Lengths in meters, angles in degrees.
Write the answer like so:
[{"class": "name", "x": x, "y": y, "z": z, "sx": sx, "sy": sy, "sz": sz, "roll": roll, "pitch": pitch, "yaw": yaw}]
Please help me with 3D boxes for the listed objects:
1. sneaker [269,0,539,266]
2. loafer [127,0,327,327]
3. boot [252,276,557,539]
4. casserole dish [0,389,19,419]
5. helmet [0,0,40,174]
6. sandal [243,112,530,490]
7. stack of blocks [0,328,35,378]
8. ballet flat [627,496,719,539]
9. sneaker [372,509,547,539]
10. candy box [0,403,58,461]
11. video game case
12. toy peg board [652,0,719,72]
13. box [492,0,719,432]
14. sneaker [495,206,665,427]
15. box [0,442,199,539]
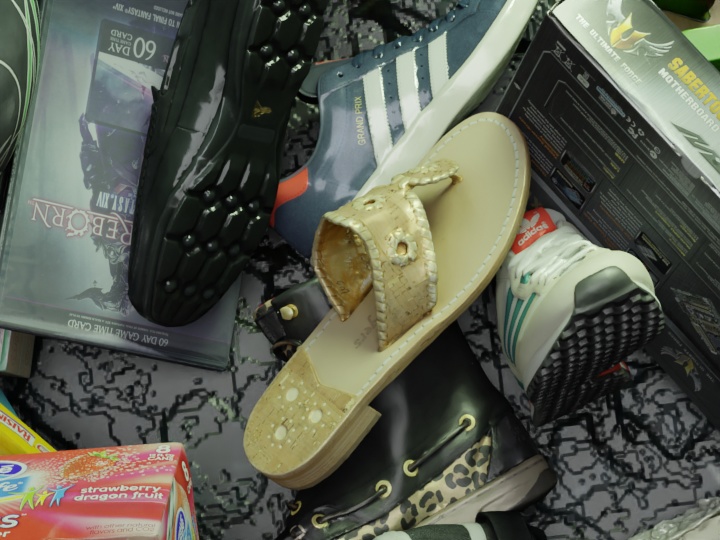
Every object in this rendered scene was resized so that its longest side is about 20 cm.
[{"class": "sneaker", "x": 0.016, "y": -0.098, "z": 1.171, "sx": 0.084, "sy": 0.075, "sz": 0.200, "roll": 38, "pitch": 87, "yaw": 4}, {"class": "loafer", "x": -0.074, "y": -0.071, "z": 1.141, "sx": 0.070, "sy": 0.068, "sz": 0.202, "roll": 28, "pitch": 102, "yaw": 46}, {"class": "boot", "x": -0.017, "y": 0.086, "z": 1.153, "sx": 0.199, "sy": 0.073, "sz": 0.152, "roll": -24, "pitch": 82, "yaw": -1}, {"class": "casserole dish", "x": -0.238, "y": 0.086, "z": 1.146, "sx": 0.120, "sy": 0.039, "sz": 0.201, "roll": -26, "pitch": 106, "yaw": 12}, {"class": "helmet", "x": -0.245, "y": -0.100, "z": 1.072, "sx": 0.189, "sy": 0.200, "sz": 0.202, "roll": 1, "pitch": 83, "yaw": -1}, {"class": "sandal", "x": 0.004, "y": 0.002, "z": 1.085, "sx": 0.077, "sy": 0.070, "sz": 0.213, "roll": 29, "pitch": 83, "yaw": 41}, {"class": "stack of blocks", "x": -0.193, "y": -0.048, "z": 1.188, "sx": 0.114, "sy": 0.059, "sz": 0.202, "roll": 7, "pitch": 84, "yaw": 5}, {"class": "ballet flat", "x": 0.171, "y": 0.148, "z": 1.136, "sx": 0.200, "sy": 0.072, "sz": 0.072, "roll": -39, "pitch": 82, "yaw": 0}, {"class": "sneaker", "x": 0.068, "y": 0.215, "z": 1.115, "sx": 0.111, "sy": 0.073, "sz": 0.202, "roll": -9, "pitch": 111, "yaw": -14}, {"class": "candy box", "x": -0.217, "y": 0.157, "z": 1.137, "sx": 0.102, "sy": 0.026, "sz": 0.200, "roll": 39, "pitch": 108, "yaw": -14}, {"class": "video game case", "x": -0.114, "y": -0.060, "z": 1.162, "sx": 0.142, "sy": 0.019, "sz": 0.202, "roll": 13, "pitch": 82, "yaw": -35}, {"class": "toy peg board", "x": 0.228, "y": -0.140, "z": 1.149, "sx": 0.197, "sy": 0.098, "sz": 0.202, "roll": -12, "pitch": 83, "yaw": 3}, {"class": "box", "x": 0.152, "y": -0.030, "z": 1.105, "sx": 0.048, "sy": 0.159, "sz": 0.200, "roll": -37, "pitch": 78, "yaw": -22}, {"class": "sneaker", "x": 0.091, "y": 0.011, "z": 1.094, "sx": 0.070, "sy": 0.200, "sz": 0.094, "roll": -25, "pitch": 76, "yaw": -4}, {"class": "box", "x": -0.178, "y": 0.148, "z": 1.064, "sx": 0.198, "sy": 0.100, "sz": 0.096, "roll": -5, "pitch": 110, "yaw": 5}]
